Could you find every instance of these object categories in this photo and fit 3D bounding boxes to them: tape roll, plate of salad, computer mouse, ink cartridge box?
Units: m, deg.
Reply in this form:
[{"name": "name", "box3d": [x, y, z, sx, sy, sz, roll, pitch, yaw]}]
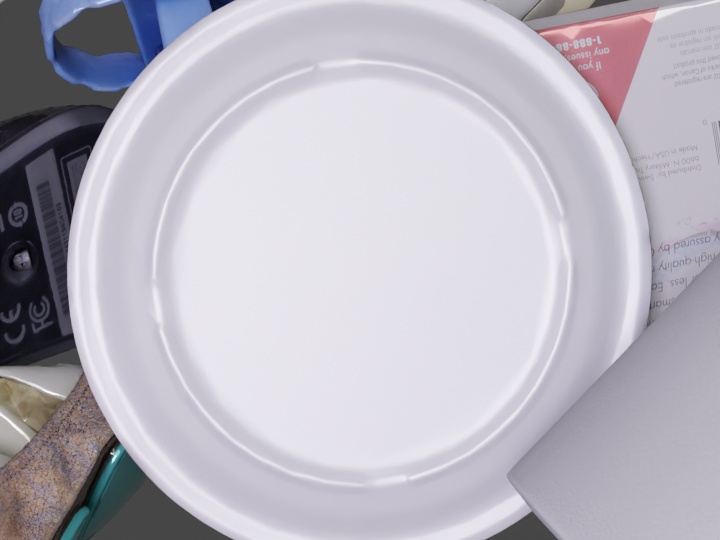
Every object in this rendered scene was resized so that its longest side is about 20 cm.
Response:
[{"name": "tape roll", "box3d": [0.162, 0.087, 0.759, 0.139, 0.203, 0.203, -45, 82, 0]}, {"name": "plate of salad", "box3d": [0.000, 0.000, 0.826, 0.198, 0.048, 0.202, 0, 93, -3]}, {"name": "computer mouse", "box3d": [-0.153, -0.005, 0.865, 0.199, 0.052, 0.140, -24, 116, -42]}, {"name": "ink cartridge box", "box3d": [0.116, 0.003, 0.880, 0.115, 0.068, 0.202, -11, 99, -2]}]

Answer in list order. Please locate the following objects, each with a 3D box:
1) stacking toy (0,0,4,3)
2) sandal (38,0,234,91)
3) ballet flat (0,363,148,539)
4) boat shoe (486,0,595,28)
[{"name": "stacking toy", "box3d": [-0.178, -0.177, 0.861, 0.145, 0.200, 0.147, 0, 79, -1]}, {"name": "sandal", "box3d": [-0.041, -0.073, 0.892, 0.199, 0.080, 0.087, 32, 57, 19]}, {"name": "ballet flat", "box3d": [-0.115, 0.069, 0.825, 0.067, 0.200, 0.068, 32, 115, 2]}, {"name": "boat shoe", "box3d": [0.085, -0.158, 0.918, 0.068, 0.075, 0.200, 42, 81, -16]}]
